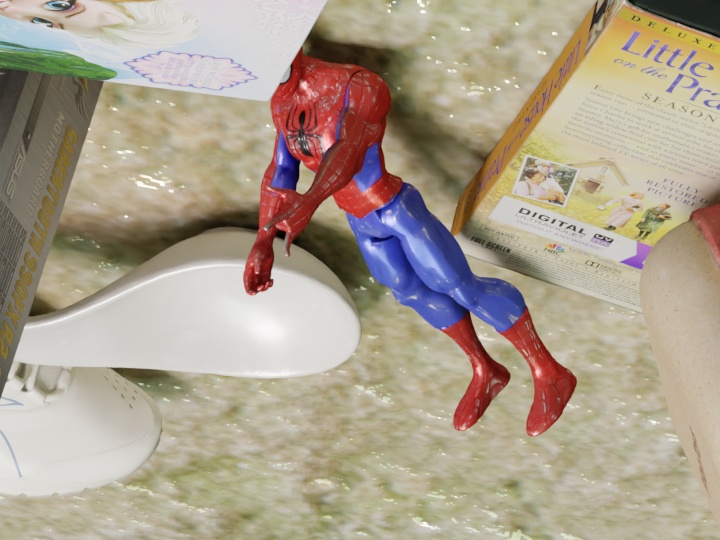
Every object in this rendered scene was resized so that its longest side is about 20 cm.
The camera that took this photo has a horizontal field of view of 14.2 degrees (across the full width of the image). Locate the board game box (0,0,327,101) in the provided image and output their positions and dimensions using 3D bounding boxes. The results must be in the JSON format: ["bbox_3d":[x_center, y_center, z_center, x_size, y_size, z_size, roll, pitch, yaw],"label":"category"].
[{"bbox_3d":[-0.107,-0.108,0.889,0.198,0.041,0.200,6,167,-9],"label":"board game box"}]

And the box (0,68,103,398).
[{"bbox_3d":[-0.190,-0.019,1.061,0.157,0.201,0.048,-2,145,24],"label":"box"}]

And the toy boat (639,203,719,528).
[{"bbox_3d":[0.187,0.049,1.078,0.130,0.131,0.200,-22,148,1],"label":"toy boat"}]

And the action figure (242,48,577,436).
[{"bbox_3d":[0.000,0.000,1.094,0.065,0.099,0.200,-1,131,45],"label":"action figure"}]

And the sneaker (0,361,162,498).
[{"bbox_3d":[-0.178,0.042,1.302,0.199,0.075,0.087,22,145,-17],"label":"sneaker"}]

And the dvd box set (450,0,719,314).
[{"bbox_3d":[0.130,-0.039,1.070,0.145,0.030,0.200,17,152,-8],"label":"dvd box set"}]

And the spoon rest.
[{"bbox_3d":[-0.097,0.014,1.227,0.199,0.061,0.100,8,151,10],"label":"spoon rest"}]
